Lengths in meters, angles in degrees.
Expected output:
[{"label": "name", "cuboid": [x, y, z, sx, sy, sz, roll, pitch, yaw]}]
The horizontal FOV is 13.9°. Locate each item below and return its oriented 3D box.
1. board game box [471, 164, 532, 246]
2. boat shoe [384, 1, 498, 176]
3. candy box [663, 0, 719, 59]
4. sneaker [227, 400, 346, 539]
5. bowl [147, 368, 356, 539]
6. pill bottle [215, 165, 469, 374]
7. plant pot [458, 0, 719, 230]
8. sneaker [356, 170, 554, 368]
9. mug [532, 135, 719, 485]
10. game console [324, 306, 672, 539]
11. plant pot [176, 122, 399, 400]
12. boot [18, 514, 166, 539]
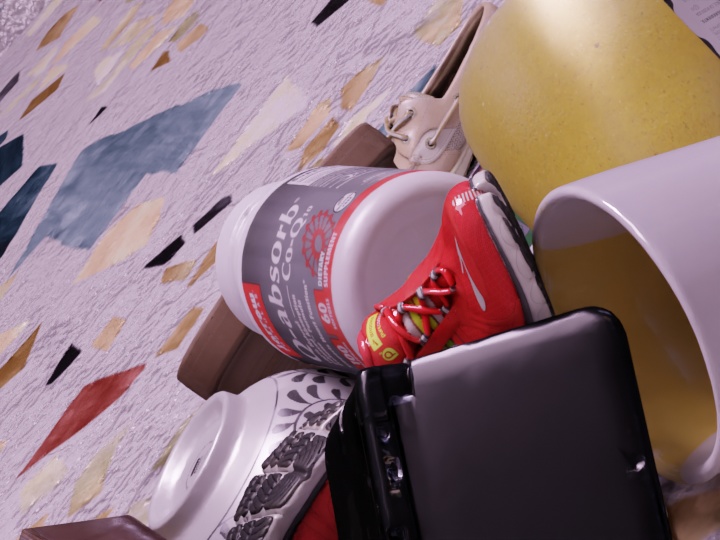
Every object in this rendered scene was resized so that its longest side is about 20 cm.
[{"label": "board game box", "cuboid": [0.129, -0.103, 1.678, 0.200, 0.029, 0.135, -54, 10, 18]}, {"label": "boat shoe", "cuboid": [0.045, -0.094, 2.001, 0.200, 0.065, 0.072, -51, 19, -12]}, {"label": "candy box", "cuboid": [0.240, -0.145, 1.455, 0.072, 0.200, 0.168, -30, 25, 41]}, {"label": "sneaker", "cuboid": [-0.029, 0.166, 1.550, 0.200, 0.085, 0.077, -67, 16, -4]}, {"label": "bowl", "cuboid": [-0.059, 0.128, 1.666, 0.201, 0.094, 0.201, -55, 16, 24]}, {"label": "pill bottle", "cuboid": [0.000, 0.000, 1.642, 0.116, 0.116, 0.200, -52, 21, -14]}, {"label": "plant pot", "cuboid": [0.164, -0.058, 1.512, 0.200, 0.200, 0.142, -40, 44, 22]}, {"label": "sneaker", "cuboid": [0.041, 0.025, 1.414, 0.085, 0.077, 0.200, -16, -27, -11]}, {"label": "mug", "cuboid": [0.175, -0.003, 1.385, 0.153, 0.150, 0.187, -27, 16, -20]}, {"label": "game console", "cuboid": [0.065, 0.141, 1.373, 0.176, 0.116, 0.200, 116, 146, -68]}, {"label": "plant pot", "cuboid": [-0.019, 0.014, 1.834, 0.201, 0.093, 0.201, -54, -3, -5]}, {"label": "boot", "cuboid": [-0.138, 0.196, 1.457, 0.186, 0.064, 0.200, -30, 35, -31]}]
